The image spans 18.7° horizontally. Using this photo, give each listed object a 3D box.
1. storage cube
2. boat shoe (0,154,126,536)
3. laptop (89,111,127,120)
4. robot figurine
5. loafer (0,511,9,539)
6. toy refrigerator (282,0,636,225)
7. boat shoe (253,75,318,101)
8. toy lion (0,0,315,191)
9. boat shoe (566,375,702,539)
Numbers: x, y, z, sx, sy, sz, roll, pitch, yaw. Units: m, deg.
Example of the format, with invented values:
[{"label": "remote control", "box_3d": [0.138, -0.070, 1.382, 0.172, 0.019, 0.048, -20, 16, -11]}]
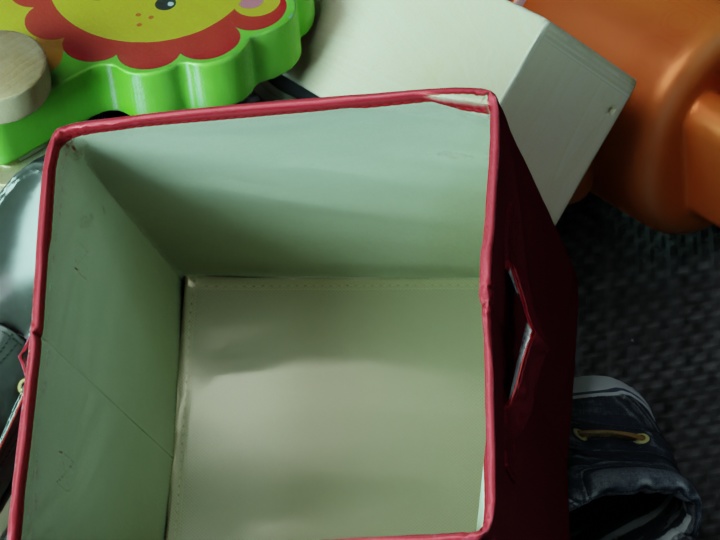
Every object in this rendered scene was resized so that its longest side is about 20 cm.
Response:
[{"label": "storage cube", "box_3d": [-0.016, 0.050, 0.842, 0.198, 0.180, 0.172, -5, 66, 15]}, {"label": "boat shoe", "box_3d": [-0.158, 0.042, 0.902, 0.073, 0.063, 0.202, 34, 104, 28]}, {"label": "laptop", "box_3d": [-0.145, -0.106, 1.136, 0.103, 0.177, 0.201, -19, 55, 18]}, {"label": "robot figurine", "box_3d": [0.127, -0.093, 1.022, 0.200, 0.116, 0.145, 35, 99, 37]}, {"label": "loafer", "box_3d": [-0.149, 0.172, 0.945, 0.070, 0.069, 0.201, 38, 111, 64]}, {"label": "toy refrigerator", "box_3d": [0.029, -0.093, 0.980, 0.200, 0.070, 0.076, 34, 95, 50]}, {"label": "boat shoe", "box_3d": [-0.033, -0.139, 1.140, 0.071, 0.065, 0.200, -11, 36, -20]}, {"label": "toy lion", "box_3d": [-0.128, -0.126, 0.992, 0.191, 0.069, 0.200, -34, 52, -25]}, {"label": "boat shoe", "box_3d": [0.043, 0.102, 0.934, 0.199, 0.071, 0.091, -16, 28, -8]}]
